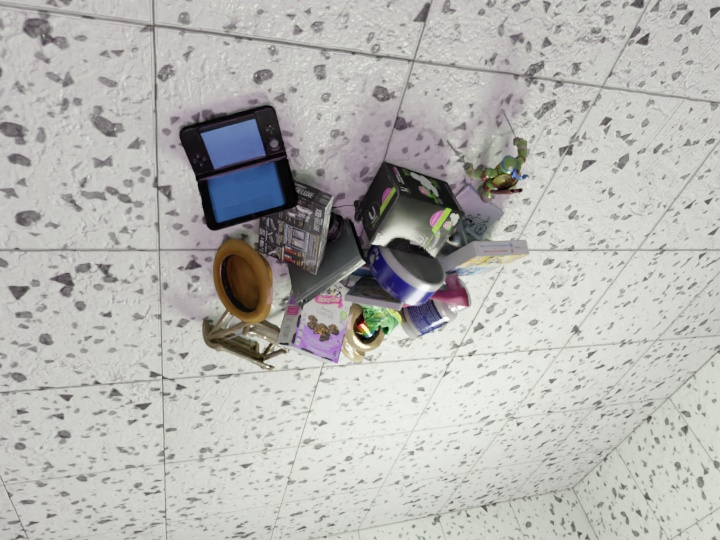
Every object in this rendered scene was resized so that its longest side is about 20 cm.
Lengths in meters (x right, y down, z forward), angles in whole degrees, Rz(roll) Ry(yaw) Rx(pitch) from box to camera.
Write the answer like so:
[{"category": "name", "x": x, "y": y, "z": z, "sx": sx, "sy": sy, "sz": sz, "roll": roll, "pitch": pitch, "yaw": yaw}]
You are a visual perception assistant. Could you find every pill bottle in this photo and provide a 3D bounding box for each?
[{"category": "pill bottle", "x": 0.211, "y": 0.103, "z": 1.557, "sx": 0.197, "sy": 0.123, "sz": 0.119, "roll": -29, "pitch": 139, "yaw": 29}]

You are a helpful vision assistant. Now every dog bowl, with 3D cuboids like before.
[{"category": "dog bowl", "x": 0.114, "y": -0.014, "z": 1.361, "sx": 0.196, "sy": 0.203, "sz": 0.079, "roll": 17, "pitch": 128, "yaw": -34}]

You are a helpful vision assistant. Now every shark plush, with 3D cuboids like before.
[{"category": "shark plush", "x": 0.268, "y": -0.098, "z": 1.410, "sx": 0.197, "sy": 0.090, "sz": 0.085, "roll": 26, "pitch": 93, "yaw": -32}]

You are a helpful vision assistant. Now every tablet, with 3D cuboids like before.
[{"category": "tablet", "x": 0.000, "y": 0.000, "z": 1.420, "sx": 0.195, "sy": 0.014, "sz": 0.129, "roll": 10, "pitch": 170, "yaw": -29}]

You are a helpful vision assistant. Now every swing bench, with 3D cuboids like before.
[{"category": "swing bench", "x": -0.282, "y": 0.167, "z": 1.449, "sx": 0.199, "sy": 0.132, "sz": 0.197, "roll": -39, "pitch": 136, "yaw": 21}]

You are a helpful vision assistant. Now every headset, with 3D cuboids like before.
[{"category": "headset", "x": -0.081, "y": -0.108, "z": 1.266, "sx": 0.196, "sy": 0.096, "sz": 0.123, "roll": -24, "pitch": 140, "yaw": 21}]

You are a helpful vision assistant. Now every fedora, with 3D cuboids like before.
[{"category": "fedora", "x": -0.263, "y": 0.020, "z": 1.300, "sx": 0.081, "sy": 0.201, "sz": 0.202, "roll": -25, "pitch": 157, "yaw": -55}]

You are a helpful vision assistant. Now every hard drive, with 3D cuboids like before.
[{"category": "hard drive", "x": -0.085, "y": -0.020, "z": 1.321, "sx": 0.197, "sy": 0.142, "sz": 0.033, "roll": -34, "pitch": 136, "yaw": 15}]

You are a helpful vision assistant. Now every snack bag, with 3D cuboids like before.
[{"category": "snack bag", "x": 0.271, "y": -0.119, "z": 1.450, "sx": 0.186, "sy": 0.022, "sz": 0.200, "roll": 25, "pitch": 121, "yaw": -38}]

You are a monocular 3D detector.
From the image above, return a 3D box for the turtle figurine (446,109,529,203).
[{"category": "turtle figurine", "x": 0.319, "y": -0.256, "z": 1.287, "sx": 0.145, "sy": 0.199, "sz": 0.194, "roll": -49, "pitch": 162, "yaw": -7}]

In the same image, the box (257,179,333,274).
[{"category": "box", "x": -0.149, "y": -0.103, "z": 1.219, "sx": 0.154, "sy": 0.050, "sz": 0.203, "roll": 20, "pitch": 134, "yaw": 8}]

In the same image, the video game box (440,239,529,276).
[{"category": "video game box", "x": 0.316, "y": -0.029, "z": 1.455, "sx": 0.177, "sy": 0.048, "sz": 0.199, "roll": -6, "pitch": 167, "yaw": -26}]

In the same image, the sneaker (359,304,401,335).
[{"category": "sneaker", "x": 0.040, "y": 0.116, "z": 1.484, "sx": 0.199, "sy": 0.073, "sz": 0.085, "roll": 40, "pitch": 77, "yaw": -38}]

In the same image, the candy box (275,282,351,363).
[{"category": "candy box", "x": -0.112, "y": 0.118, "z": 1.414, "sx": 0.070, "sy": 0.206, "sz": 0.166, "roll": -2, "pitch": 158, "yaw": 45}]

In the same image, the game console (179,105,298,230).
[{"category": "game console", "x": -0.239, "y": -0.203, "z": 1.088, "sx": 0.194, "sy": 0.118, "sz": 0.179, "roll": -16, "pitch": 139, "yaw": -5}]

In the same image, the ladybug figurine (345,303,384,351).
[{"category": "ladybug figurine", "x": 0.004, "y": 0.151, "z": 1.569, "sx": 0.136, "sy": 0.071, "sz": 0.202, "roll": -45, "pitch": 131, "yaw": -14}]

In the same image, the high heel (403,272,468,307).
[{"category": "high heel", "x": 0.191, "y": 0.086, "z": 1.470, "sx": 0.195, "sy": 0.098, "sz": 0.067, "roll": -24, "pitch": 177, "yaw": 13}]

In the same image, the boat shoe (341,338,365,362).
[{"category": "boat shoe", "x": -0.033, "y": 0.210, "z": 1.636, "sx": 0.064, "sy": 0.072, "sz": 0.200, "roll": -31, "pitch": 136, "yaw": 15}]

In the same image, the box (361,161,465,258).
[{"category": "box", "x": 0.116, "y": -0.138, "z": 1.290, "sx": 0.195, "sy": 0.126, "sz": 0.150, "roll": 12, "pitch": 129, "yaw": -29}]

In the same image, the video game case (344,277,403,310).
[{"category": "video game case", "x": 0.047, "y": 0.056, "z": 1.397, "sx": 0.139, "sy": 0.200, "sz": 0.019, "roll": 9, "pitch": 103, "yaw": 10}]
